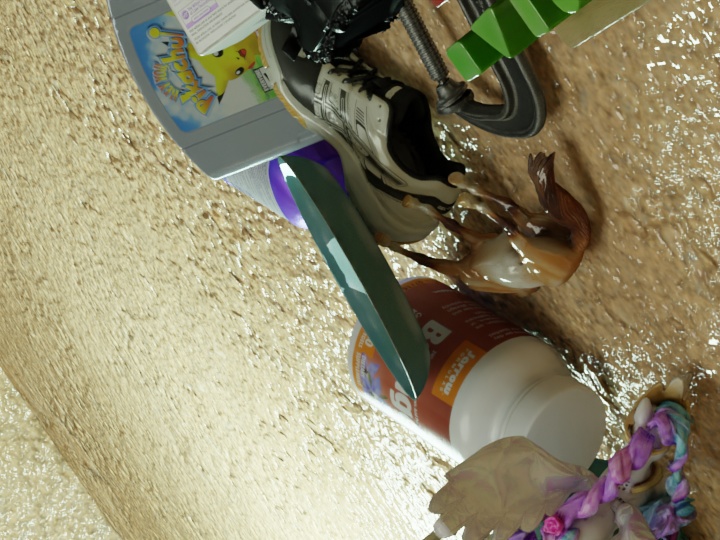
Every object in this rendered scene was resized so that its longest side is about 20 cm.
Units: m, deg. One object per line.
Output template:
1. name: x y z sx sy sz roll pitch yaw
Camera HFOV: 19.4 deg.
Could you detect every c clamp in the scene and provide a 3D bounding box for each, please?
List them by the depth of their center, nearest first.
1. c clamp: 0.045 -0.169 1.363 0.201 0.027 0.171 59 154 -13

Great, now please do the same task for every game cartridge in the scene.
1. game cartridge: -0.107 -0.166 1.575 0.041 0.132 0.201 -81 -32 -57

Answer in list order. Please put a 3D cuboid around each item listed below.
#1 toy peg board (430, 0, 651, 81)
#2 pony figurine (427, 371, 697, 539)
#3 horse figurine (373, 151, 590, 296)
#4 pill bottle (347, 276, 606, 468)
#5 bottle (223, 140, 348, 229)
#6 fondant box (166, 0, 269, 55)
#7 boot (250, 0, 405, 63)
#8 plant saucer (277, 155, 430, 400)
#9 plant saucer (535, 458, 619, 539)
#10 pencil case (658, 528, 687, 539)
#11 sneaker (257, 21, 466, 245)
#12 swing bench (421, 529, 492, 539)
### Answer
1. toy peg board: 0.076 -0.208 1.121 0.200 0.098 0.200 53 158 -4
2. pony figurine: 0.156 0.172 1.440 0.166 0.193 0.201 38 151 18
3. horse figurine: 0.099 -0.020 1.434 0.132 0.050 0.200 26 157 -19
4. pill bottle: 0.088 0.088 1.590 0.200 0.112 0.113 30 151 46
5. bottle: -0.048 -0.078 1.678 0.200 0.065 0.084 31 152 45
6. fondant box: -0.092 -0.261 1.336 0.144 0.058 0.201 -30 91 34
7. boot: -0.034 -0.221 1.203 0.163 0.073 0.198 55 154 13
8. plant saucer: 0.000 0.000 1.512 0.201 0.027 0.200 59 175 9
9. plant saucer: 0.158 0.220 1.543 0.069 0.201 0.019 7 143 1
10. pencil case: 0.241 0.285 1.618 0.085 0.092 0.201 5 133 50
11. sneaker: 0.007 -0.120 1.503 0.201 0.075 0.088 54 137 5
12. swing bench: 0.123 0.305 1.757 0.129 0.199 0.201 13 136 61
